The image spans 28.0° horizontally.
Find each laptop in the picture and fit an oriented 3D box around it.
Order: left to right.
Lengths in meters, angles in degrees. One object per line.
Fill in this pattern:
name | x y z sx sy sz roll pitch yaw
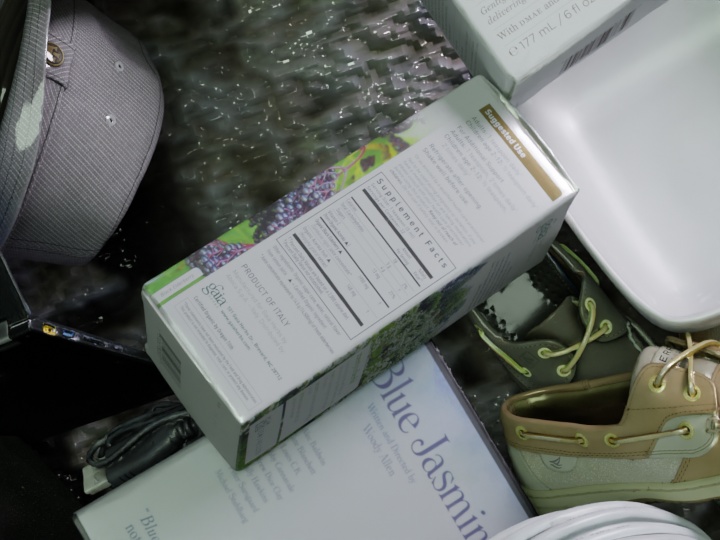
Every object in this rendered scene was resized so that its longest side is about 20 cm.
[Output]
laptop | -0.212 0.009 0.724 0.186 0.199 0.117 -19 65 30

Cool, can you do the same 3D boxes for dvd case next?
dvd case | -0.018 0.129 0.693 0.199 0.018 0.143 -29 81 -18

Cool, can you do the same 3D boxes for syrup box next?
syrup box | 0.000 0.000 0.686 0.199 0.079 0.082 -34 75 -19

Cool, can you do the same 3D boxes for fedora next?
fedora | -0.163 -0.081 0.779 0.090 0.177 0.201 15 49 -25

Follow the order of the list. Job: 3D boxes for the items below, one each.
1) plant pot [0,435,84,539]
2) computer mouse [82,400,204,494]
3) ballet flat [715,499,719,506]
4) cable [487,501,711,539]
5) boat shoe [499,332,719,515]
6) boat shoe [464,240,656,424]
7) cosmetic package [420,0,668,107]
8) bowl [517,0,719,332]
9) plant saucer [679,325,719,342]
plant pot | -0.225 0.190 0.713 0.199 0.200 0.178 -34 71 19
computer mouse | -0.056 0.151 0.725 0.138 0.053 0.201 -27 82 16
ballet flat | 0.240 0.039 0.720 0.200 0.068 0.075 -49 56 2
cable | 0.099 0.201 0.681 0.199 0.201 0.069 -27 40 -6
boat shoe | 0.149 0.068 0.685 0.199 0.074 0.067 -23 101 36
boat shoe | 0.098 0.026 0.769 0.072 0.060 0.202 -44 82 1
cosmetic package | 0.059 -0.193 0.711 0.112 0.081 0.201 -36 84 -2
bowl | 0.188 -0.075 0.744 0.199 0.075 0.201 -31 63 2
plant saucer | 0.270 0.026 0.763 0.198 0.035 0.202 -1 84 7
